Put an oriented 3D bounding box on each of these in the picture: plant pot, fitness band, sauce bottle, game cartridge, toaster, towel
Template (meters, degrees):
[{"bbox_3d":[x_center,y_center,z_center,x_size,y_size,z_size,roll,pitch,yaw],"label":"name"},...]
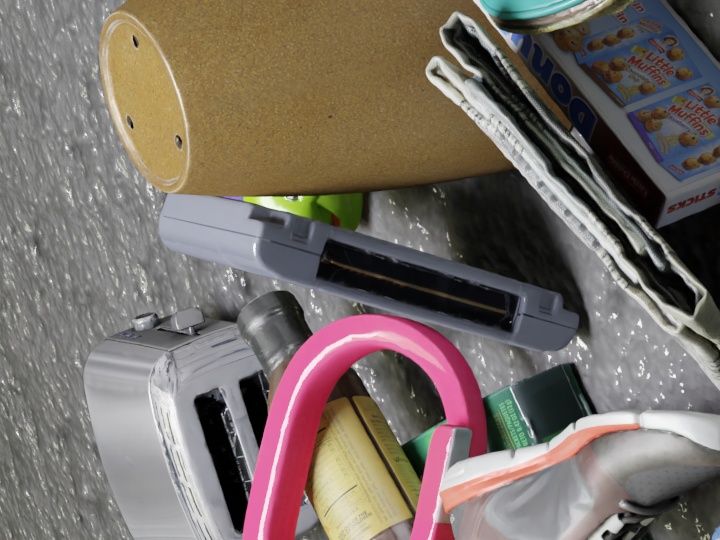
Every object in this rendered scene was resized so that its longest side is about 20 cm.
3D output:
[{"bbox_3d":[-0.022,-0.110,1.143,0.186,0.200,0.187,43,144,42],"label":"plant pot"},{"bbox_3d":[0.001,0.124,1.259,0.143,0.037,0.200,15,92,43],"label":"fitness band"},{"bbox_3d":[-0.013,0.099,1.338,0.200,0.065,0.065,61,153,30],"label":"sauce bottle"},{"bbox_3d":[0.000,0.000,1.196,0.133,0.200,0.041,21,94,60],"label":"game cartridge"},{"bbox_3d":[-0.103,0.124,1.547,0.129,0.113,0.200,-6,101,61],"label":"toaster"},{"bbox_3d":[0.113,-0.013,1.025,0.193,0.035,0.200,53,-175,30],"label":"towel"}]

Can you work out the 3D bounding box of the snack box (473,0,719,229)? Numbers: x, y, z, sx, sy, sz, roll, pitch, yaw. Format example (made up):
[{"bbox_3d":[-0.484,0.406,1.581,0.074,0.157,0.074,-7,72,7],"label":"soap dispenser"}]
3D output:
[{"bbox_3d":[0.108,-0.108,1.037,0.200,0.072,0.024,55,151,28],"label":"snack box"}]

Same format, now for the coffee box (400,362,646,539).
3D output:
[{"bbox_3d":[0.083,0.136,1.291,0.123,0.044,0.200,67,154,6],"label":"coffee box"}]

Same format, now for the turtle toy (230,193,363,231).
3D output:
[{"bbox_3d":[-0.053,-0.079,1.335,0.200,0.101,0.146,42,142,44],"label":"turtle toy"}]

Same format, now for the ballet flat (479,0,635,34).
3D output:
[{"bbox_3d":[0.127,-0.151,0.958,0.200,0.071,0.071,-37,75,51],"label":"ballet flat"}]

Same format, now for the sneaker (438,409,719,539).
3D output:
[{"bbox_3d":[0.121,0.121,1.124,0.200,0.077,0.082,-26,62,49],"label":"sneaker"}]

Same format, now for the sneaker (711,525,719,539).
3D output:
[{"bbox_3d":[0.203,0.111,1.006,0.076,0.077,0.200,46,144,42],"label":"sneaker"}]
